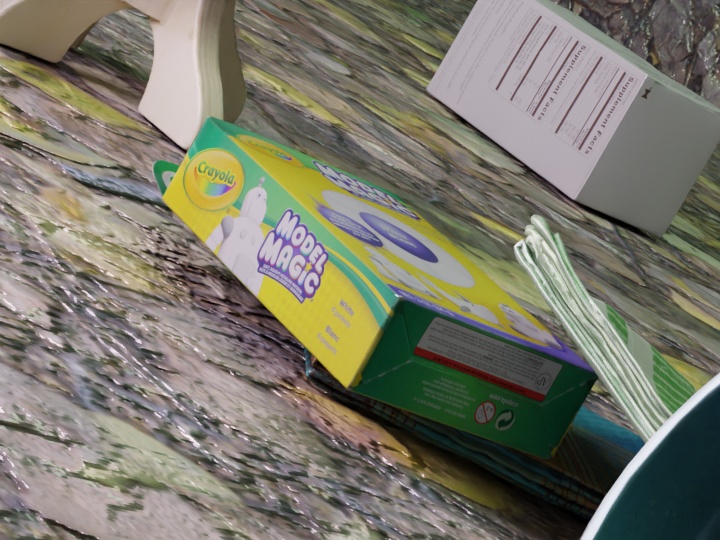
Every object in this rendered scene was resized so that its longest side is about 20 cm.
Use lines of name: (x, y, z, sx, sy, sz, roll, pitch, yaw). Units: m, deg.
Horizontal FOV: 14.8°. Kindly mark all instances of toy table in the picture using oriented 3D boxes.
toy table: (-0.105, -0.150, 1.469, 0.200, 0.117, 0.184, 22, 14, -35)

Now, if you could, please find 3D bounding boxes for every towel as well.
towel: (0.136, 0.071, 1.136, 0.153, 0.023, 0.200, 58, 7, 35)
towel: (0.062, 0.066, 1.186, 0.200, 0.022, 0.147, 27, 11, -10)

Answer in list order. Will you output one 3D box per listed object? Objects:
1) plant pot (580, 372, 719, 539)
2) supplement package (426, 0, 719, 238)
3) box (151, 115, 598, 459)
plant pot: (0.181, 0.136, 0.763, 0.188, 0.200, 0.200, 41, 2, -35)
supplement package: (0.166, -0.128, 2.127, 0.114, 0.110, 0.200, 21, 14, -42)
box: (0.000, 0.000, 1.153, 0.117, 0.048, 0.200, 21, 12, -39)
